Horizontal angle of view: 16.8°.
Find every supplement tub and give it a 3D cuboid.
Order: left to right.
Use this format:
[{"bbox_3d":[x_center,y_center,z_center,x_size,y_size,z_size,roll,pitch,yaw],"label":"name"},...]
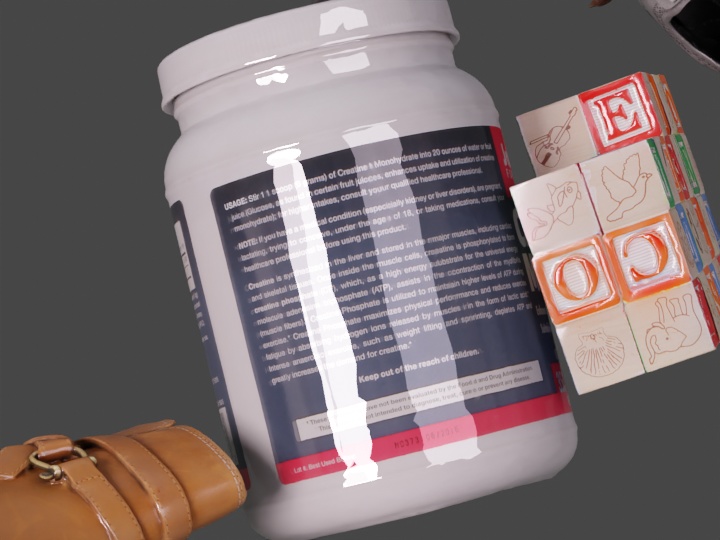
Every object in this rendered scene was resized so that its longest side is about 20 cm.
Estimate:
[{"bbox_3d":[0.000,0.000,0.987,0.140,0.140,0.200,-11,85,-31],"label":"supplement tub"}]

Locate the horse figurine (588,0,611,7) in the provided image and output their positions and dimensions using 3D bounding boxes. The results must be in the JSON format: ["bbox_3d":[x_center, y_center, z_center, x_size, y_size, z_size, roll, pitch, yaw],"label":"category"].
[{"bbox_3d":[0.144,-0.225,1.173,0.133,0.050,0.200,41,60,-23],"label":"horse figurine"}]

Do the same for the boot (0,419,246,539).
[{"bbox_3d":[-0.110,0.100,0.869,0.155,0.200,0.074,-11,112,-24],"label":"boot"}]

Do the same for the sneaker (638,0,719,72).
[{"bbox_3d":[0.187,-0.107,1.134,0.200,0.075,0.082,22,36,-35],"label":"sneaker"}]

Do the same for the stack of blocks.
[{"bbox_3d":[0.112,-0.021,1.031,0.059,0.200,0.115,-19,90,13],"label":"stack of blocks"}]

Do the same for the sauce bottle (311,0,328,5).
[{"bbox_3d":[-0.026,-0.197,1.062,0.065,0.065,0.200,-13,88,-31],"label":"sauce bottle"}]
